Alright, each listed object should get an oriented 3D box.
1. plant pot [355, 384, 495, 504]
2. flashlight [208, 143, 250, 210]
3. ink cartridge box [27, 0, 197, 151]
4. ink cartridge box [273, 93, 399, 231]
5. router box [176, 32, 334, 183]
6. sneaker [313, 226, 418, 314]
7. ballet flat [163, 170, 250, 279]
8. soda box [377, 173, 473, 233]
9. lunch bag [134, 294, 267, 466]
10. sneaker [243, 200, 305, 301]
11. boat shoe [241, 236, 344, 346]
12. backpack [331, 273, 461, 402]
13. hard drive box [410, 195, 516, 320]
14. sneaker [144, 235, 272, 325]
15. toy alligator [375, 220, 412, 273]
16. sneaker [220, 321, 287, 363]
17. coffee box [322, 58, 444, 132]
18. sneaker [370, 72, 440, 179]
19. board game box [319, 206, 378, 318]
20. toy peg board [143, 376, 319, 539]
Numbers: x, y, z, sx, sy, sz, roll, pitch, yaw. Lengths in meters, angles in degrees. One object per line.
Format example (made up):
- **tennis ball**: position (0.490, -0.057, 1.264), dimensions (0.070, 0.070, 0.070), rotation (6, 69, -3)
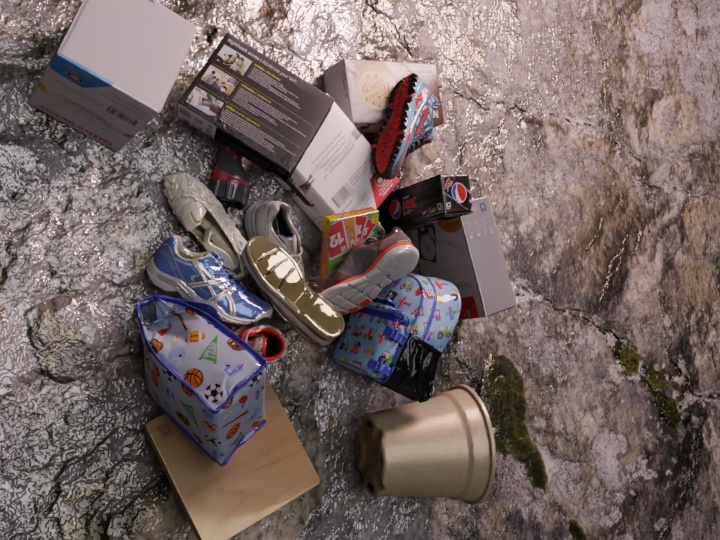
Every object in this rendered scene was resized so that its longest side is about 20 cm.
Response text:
- **plant pot**: position (0.097, 0.297, 1.381), dimensions (0.182, 0.200, 0.202), rotation (-1, 84, -20)
- **flashlight**: position (-0.195, -0.200, 1.320), dimensions (0.067, 0.068, 0.201), rotation (12, 80, -12)
- **ink cartridge box**: position (-0.350, -0.285, 1.160), dimensions (0.146, 0.200, 0.147), rotation (29, 68, -26)
- **ink cartridge box**: position (-0.054, -0.172, 1.398), dimensions (0.200, 0.084, 0.144), rotation (49, 62, -18)
- **router box**: position (-0.160, -0.252, 1.283), dimensions (0.199, 0.051, 0.150), rotation (32, 70, -6)
- **sneaker**: position (0.000, 0.000, 1.328), dimensions (0.077, 0.199, 0.082), rotation (47, 17, -49)
- **ballet flat**: position (-0.232, -0.066, 1.272), dimensions (0.200, 0.072, 0.072), rotation (50, 62, -16)
- **soda box**: position (0.105, -0.112, 1.420), dimensions (0.063, 0.200, 0.071), rotation (-5, 86, -33)
- **lunch bag**: position (-0.227, 0.139, 1.145), dimensions (0.200, 0.170, 0.124), rotation (34, 54, 20)
- **sneaker**: position (-0.127, -0.017, 1.329), dimensions (0.074, 0.087, 0.201), rotation (-23, 97, -35)
- **boat shoe**: position (-0.115, 0.039, 1.276), dimensions (0.200, 0.068, 0.075), rotation (49, 49, 1)
- **backpack**: position (0.066, 0.090, 1.359), dimensions (0.134, 0.182, 0.201), rotation (28, 86, -29)
- **hard drive box**: position (0.179, -0.017, 1.481), dimensions (0.076, 0.156, 0.201), rotation (-16, 91, -32)
- **sneaker**: position (-0.219, 0.018, 1.233), dimensions (0.199, 0.076, 0.077), rotation (26, 103, -8)
- **toy alligator**: position (0.049, -0.010, 1.435), dimensions (0.054, 0.059, 0.200), rotation (-33, 135, 3)
- **sneaker**: position (-0.210, 0.102, 1.247), dimensions (0.200, 0.108, 0.068), rotation (14, 76, -30)
- **coffee box**: position (0.042, -0.308, 1.479), dimensions (0.199, 0.080, 0.115), rotation (-5, 86, -33)
- **sneaker**: position (0.088, -0.233, 1.405), dimensions (0.095, 0.079, 0.201), rotation (32, 68, -31)
- **board game box**: position (-0.021, -0.003, 1.372), dimensions (0.095, 0.030, 0.201), rotation (-14, 125, -31)
- **toy peg board**: position (-0.202, 0.286, 1.251), dimensions (0.199, 0.098, 0.200), rotation (-24, 81, -32)
